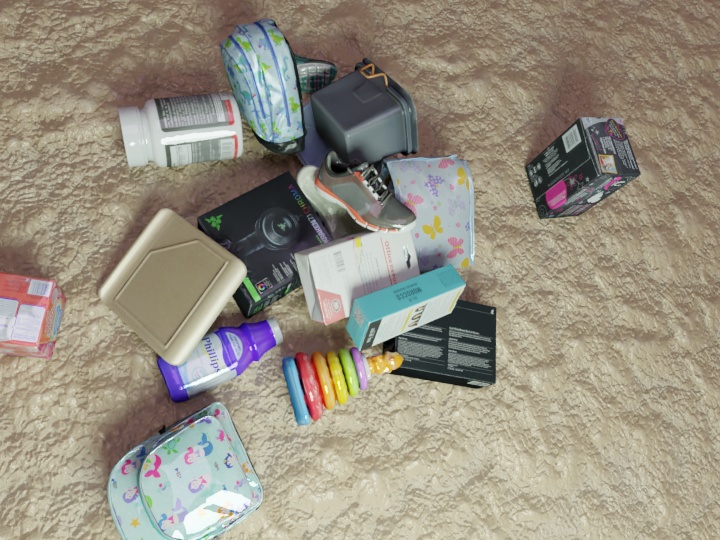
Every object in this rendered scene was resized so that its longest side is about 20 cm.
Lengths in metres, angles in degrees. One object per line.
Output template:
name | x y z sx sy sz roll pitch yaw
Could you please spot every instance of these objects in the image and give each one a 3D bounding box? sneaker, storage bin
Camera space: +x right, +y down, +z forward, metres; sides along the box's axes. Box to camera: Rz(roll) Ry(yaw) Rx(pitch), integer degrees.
sneaker | -0.053 -0.109 1.063 0.074 0.084 0.202 -36 109 -9
storage bin | -0.001 -0.286 1.042 0.132 0.148 0.201 -26 50 -14
sneaker | -0.142 -0.410 1.136 0.195 0.078 0.093 -9 70 -22
sneaker | 0.009 -0.133 0.942 0.197 0.083 0.077 29 39 14

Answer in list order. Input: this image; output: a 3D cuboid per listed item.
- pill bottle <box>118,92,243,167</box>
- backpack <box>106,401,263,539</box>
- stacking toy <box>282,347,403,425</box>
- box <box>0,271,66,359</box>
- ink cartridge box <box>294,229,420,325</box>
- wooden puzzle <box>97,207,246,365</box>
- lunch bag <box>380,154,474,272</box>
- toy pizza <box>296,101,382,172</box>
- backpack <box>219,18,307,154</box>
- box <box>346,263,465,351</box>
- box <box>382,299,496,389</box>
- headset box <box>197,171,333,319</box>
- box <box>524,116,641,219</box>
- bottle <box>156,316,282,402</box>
pill bottle | -0.313 -0.245 0.998 0.195 0.114 0.117 -12 75 -21
backpack | -0.252 0.307 0.812 0.196 0.151 0.181 -25 81 -19
stacking toy | -0.023 0.168 0.925 0.195 0.116 0.113 -16 79 -9
box | -0.548 0.061 0.825 0.194 0.095 0.106 9 68 -14
ink cartridge box | 0.000 0.000 0.957 0.196 0.067 0.120 -18 101 -26
wooden puzzle | -0.298 0.021 0.905 0.198 0.037 0.187 33 82 21
lunch bag | 0.119 -0.107 1.058 0.165 0.127 0.206 -8 104 -19
toy pizza | -0.042 -0.256 1.135 0.194 0.032 0.206 6 68 -15
backpack | -0.167 -0.331 1.000 0.150 0.203 0.165 -10 48 -24
box | 0.076 0.059 0.939 0.196 0.083 0.050 -18 57 -28
box | 0.144 0.125 1.035 0.195 0.079 0.145 12 70 -13
headset box | -0.167 -0.042 0.986 0.197 0.093 0.176 -30 82 -24
box | 0.455 -0.209 1.184 0.112 0.200 0.136 -4 72 -20
bottle | -0.222 0.136 0.920 0.196 0.065 0.085 -22 78 -23
